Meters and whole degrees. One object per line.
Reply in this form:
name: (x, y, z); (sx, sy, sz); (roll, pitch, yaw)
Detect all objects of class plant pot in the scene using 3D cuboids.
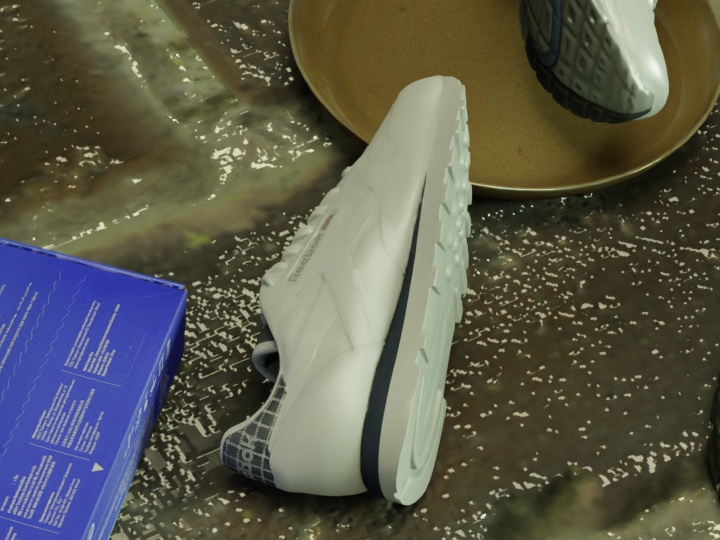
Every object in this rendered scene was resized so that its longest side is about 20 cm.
plant pot: (0.066, -0.100, 1.234); (0.200, 0.028, 0.200); (4, 47, -4)

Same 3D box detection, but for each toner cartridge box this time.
toner cartridge box: (-0.140, 0.078, 1.039); (0.095, 0.043, 0.200); (14, 48, 7)

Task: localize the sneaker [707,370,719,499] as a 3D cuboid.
sneaker: (0.197, 0.088, 1.061); (0.088, 0.077, 0.200); (4, 52, -21)

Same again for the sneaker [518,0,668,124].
sneaker: (0.109, -0.146, 1.217); (0.087, 0.075, 0.200); (-2, 49, -15)

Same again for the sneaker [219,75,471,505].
sneaker: (0.000, 0.000, 1.098); (0.080, 0.076, 0.200); (3, 53, 15)
